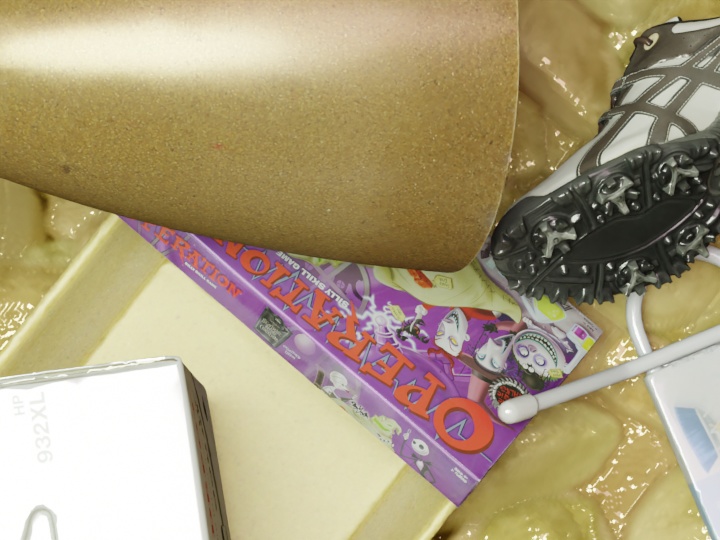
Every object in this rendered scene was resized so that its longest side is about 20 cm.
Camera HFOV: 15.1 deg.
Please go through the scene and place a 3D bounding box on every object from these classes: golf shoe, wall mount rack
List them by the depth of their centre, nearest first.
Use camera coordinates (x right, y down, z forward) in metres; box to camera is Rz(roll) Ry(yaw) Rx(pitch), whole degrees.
[{"bbox_3d":[0.155,0.087,1.187,0.173,0.075,0.201,-22,84,-11],"label":"wall mount rack"},{"bbox_3d":[0.135,-0.057,1.208,0.200,0.078,0.095,-28,43,-12],"label":"golf shoe"}]

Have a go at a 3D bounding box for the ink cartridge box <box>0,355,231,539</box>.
[{"bbox_3d":[-0.094,0.115,1.077,0.083,0.200,0.146,-9,85,-1],"label":"ink cartridge box"}]

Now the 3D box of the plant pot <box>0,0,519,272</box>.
[{"bbox_3d":[-0.059,-0.091,1.101,0.199,0.186,0.187,-1,84,-17],"label":"plant pot"}]

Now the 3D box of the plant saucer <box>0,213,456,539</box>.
[{"bbox_3d":[-0.076,0.093,1.204,0.200,0.048,0.200,39,86,3],"label":"plant saucer"}]

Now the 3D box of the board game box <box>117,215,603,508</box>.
[{"bbox_3d":[0.000,0.000,1.190,0.200,0.032,0.120,40,51,4],"label":"board game box"}]
